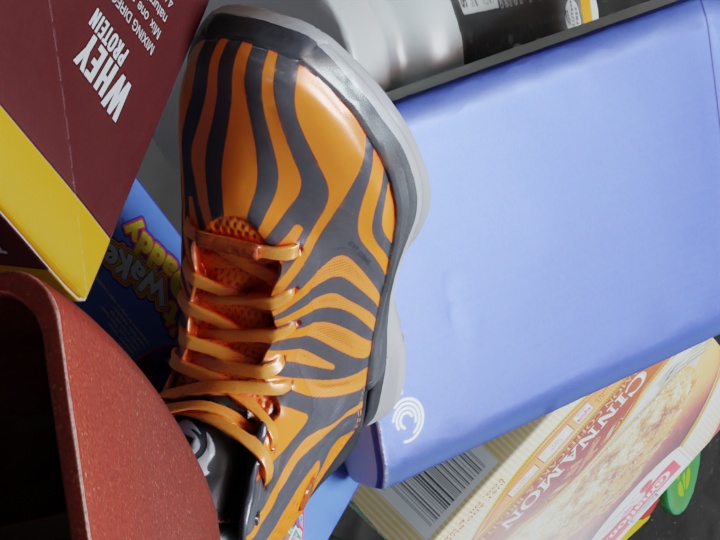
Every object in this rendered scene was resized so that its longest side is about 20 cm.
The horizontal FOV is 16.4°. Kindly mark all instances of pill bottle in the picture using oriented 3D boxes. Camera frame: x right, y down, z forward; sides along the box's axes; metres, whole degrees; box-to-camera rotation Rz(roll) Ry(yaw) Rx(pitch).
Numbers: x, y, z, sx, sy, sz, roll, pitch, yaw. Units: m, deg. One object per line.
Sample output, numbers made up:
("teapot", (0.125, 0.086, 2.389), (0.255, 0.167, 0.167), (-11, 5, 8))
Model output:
("pill bottle", (0.005, -0.086, 0.977), (0.200, 0.116, 0.117), (-22, 116, -59))

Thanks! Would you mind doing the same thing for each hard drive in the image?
("hard drive", (0.069, -0.017, 0.920), (0.199, 0.025, 0.133), (-22, 111, -33))

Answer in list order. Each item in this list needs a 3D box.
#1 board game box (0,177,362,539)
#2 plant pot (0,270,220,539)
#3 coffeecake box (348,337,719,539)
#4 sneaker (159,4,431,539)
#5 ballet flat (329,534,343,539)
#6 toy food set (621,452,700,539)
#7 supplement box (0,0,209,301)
("board game box", (-0.093, 0.051, 0.830), (0.200, 0.045, 0.135), (55, 46, -27))
("plant pot", (-0.122, 0.127, 0.670), (0.176, 0.199, 0.201), (22, 56, -71))
("coffeecake box", (0.079, 0.065, 1.087), (0.154, 0.073, 0.200), (-48, 156, 2))
("sneaker", (-0.033, 0.020, 0.768), (0.112, 0.077, 0.201), (-58, 153, -35))
("ballet flat", (-0.062, 0.129, 0.965), (0.200, 0.070, 0.071), (15, 83, -62))
("toy food set", (0.134, 0.061, 1.332), (0.198, 0.048, 0.201), (-29, 122, -57))
("supplement box", (-0.135, -0.130, 0.678), (0.197, 0.132, 0.201), (55, 49, -53))
